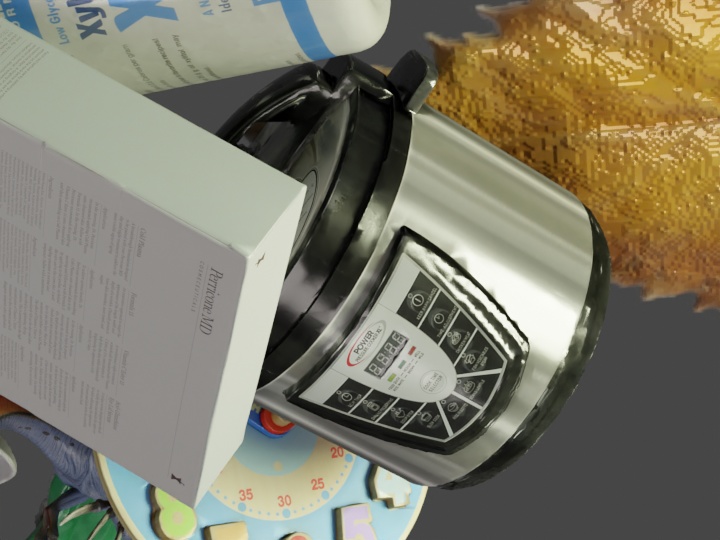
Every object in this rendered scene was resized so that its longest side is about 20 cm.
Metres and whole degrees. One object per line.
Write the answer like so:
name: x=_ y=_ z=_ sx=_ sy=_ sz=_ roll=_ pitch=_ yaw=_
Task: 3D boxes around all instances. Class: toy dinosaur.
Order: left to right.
toy dinosaur: x=-0.149 y=0.116 z=0.935 sx=0.105 sy=0.200 sz=0.182 roll=-32 pitch=113 yaw=25

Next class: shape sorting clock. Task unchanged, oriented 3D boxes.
shape sorting clock: x=-0.048 y=0.082 z=0.887 sx=0.200 sy=0.200 sz=0.039 roll=23 pitch=152 yaw=-17

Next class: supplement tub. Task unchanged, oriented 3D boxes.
supplement tub: x=-0.096 y=-0.143 z=0.720 sx=0.199 sy=0.132 sz=0.132 roll=-10 pitch=131 yaw=11

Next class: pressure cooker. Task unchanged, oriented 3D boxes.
pressure cooker: x=-0.001 y=0.000 z=0.818 sx=0.200 sy=0.176 sz=0.179 roll=30 pitch=151 yaw=-21

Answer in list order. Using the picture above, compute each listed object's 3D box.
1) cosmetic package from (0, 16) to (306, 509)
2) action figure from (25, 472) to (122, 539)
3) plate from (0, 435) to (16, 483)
cosmetic package: x=-0.113 y=0.004 z=0.714 sx=0.151 sy=0.052 sz=0.200 roll=31 pitch=143 yaw=10
action figure: x=-0.182 y=0.182 z=1.074 sx=0.118 sy=0.055 sz=0.200 roll=17 pitch=124 yaw=-11
plate: x=-0.298 y=0.053 z=0.845 sx=0.199 sy=0.032 sz=0.200 roll=-20 pitch=122 yaw=33
